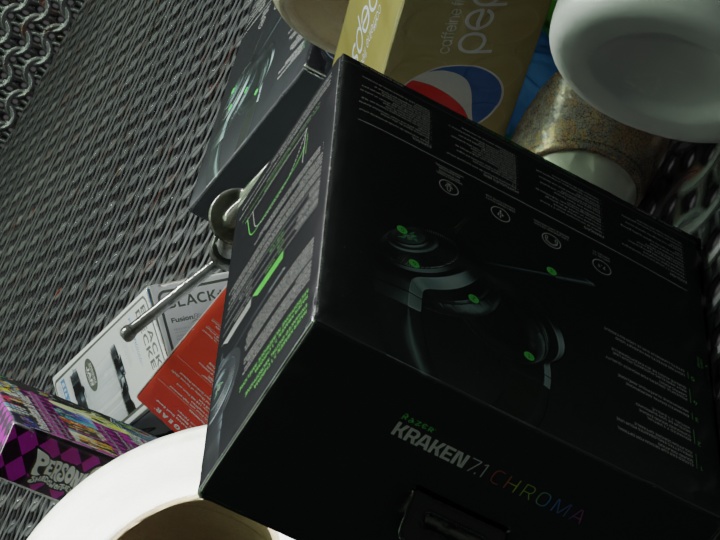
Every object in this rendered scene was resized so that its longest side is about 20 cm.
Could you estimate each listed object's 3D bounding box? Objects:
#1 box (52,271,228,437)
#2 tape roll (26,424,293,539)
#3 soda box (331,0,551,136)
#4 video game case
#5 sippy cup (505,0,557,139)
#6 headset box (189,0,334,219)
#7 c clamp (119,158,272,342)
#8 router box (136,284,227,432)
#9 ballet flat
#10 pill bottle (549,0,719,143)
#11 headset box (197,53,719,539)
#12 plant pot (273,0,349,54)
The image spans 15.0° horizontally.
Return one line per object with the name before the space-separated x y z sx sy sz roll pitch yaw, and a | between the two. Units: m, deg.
box | -0.099 0.056 1.630 0.200 0.116 0.060 -39 65 60
tape roll | -0.081 0.159 1.309 0.202 0.037 0.203 -15 41 13
soda box | 0.039 -0.119 1.170 0.200 0.067 0.064 108 156 -54
video game case | -0.123 0.114 1.496 0.036 0.181 0.200 -66 14 0
sippy cup | 0.088 -0.146 1.306 0.131 0.177 0.140 -58 -19 -23
headset box | -0.013 -0.123 1.664 0.174 0.093 0.201 -47 22 49
c clamp | -0.045 -0.033 1.351 0.171 0.027 0.200 -42 -3 -13
router box | -0.016 -0.013 1.461 0.200 0.049 0.180 -48 0 -40
ballet flat | 0.086 -0.018 1.210 0.200 0.068 0.067 116 167 -52
pill bottle | 0.150 -0.160 1.119 0.104 0.104 0.201 -40 28 60
headset box | 0.040 0.037 1.034 0.093 0.174 0.200 -55 17 30
plant pot | 0.017 -0.191 1.487 0.200 0.200 0.135 -38 33 62
